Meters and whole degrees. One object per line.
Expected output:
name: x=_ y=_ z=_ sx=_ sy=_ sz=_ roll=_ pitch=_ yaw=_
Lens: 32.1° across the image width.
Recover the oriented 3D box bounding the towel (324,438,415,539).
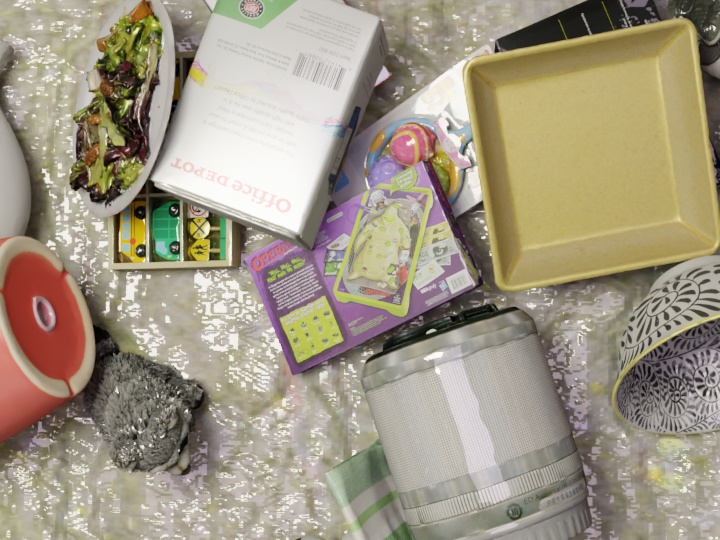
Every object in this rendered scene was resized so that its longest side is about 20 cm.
towel: x=0.040 y=0.248 z=1.068 sx=0.023 sy=0.152 sz=0.202 roll=-28 pitch=85 yaw=14

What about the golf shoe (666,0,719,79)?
golf shoe: x=0.337 y=-0.266 z=1.140 sx=0.088 sy=0.077 sz=0.202 roll=35 pitch=69 yaw=-34

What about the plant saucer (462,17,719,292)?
plant saucer: x=0.196 y=-0.099 z=1.073 sx=0.197 sy=0.048 sz=0.203 roll=-10 pitch=101 yaw=2

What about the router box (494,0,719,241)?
router box: x=0.225 y=-0.143 z=1.138 sx=0.147 sy=0.051 sz=0.202 roll=-21 pitch=84 yaw=4

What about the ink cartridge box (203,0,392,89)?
ink cartridge box: x=-0.066 y=-0.228 z=1.168 sx=0.108 sy=0.050 sz=0.201 roll=-34 pitch=84 yaw=1

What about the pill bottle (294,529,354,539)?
pill bottle: x=-0.064 y=0.301 z=1.087 sx=0.198 sy=0.116 sz=0.118 roll=-23 pitch=84 yaw=2

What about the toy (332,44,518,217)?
toy: x=0.059 y=-0.101 z=1.126 sx=0.199 sy=0.047 sz=0.116 roll=-33 pitch=82 yaw=14

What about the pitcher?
pitcher: x=-0.389 y=-0.099 z=1.156 sx=0.170 sy=0.121 sz=0.203 roll=-17 pitch=73 yaw=23

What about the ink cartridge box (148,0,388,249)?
ink cartridge box: x=-0.077 y=-0.138 z=1.090 sx=0.144 sy=0.088 sz=0.202 roll=20 pitch=84 yaw=8

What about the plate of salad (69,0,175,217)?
plate of salad: x=-0.220 y=-0.149 z=1.105 sx=0.048 sy=0.199 sz=0.203 roll=10 pitch=84 yaw=-37

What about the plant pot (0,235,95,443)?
plant pot: x=-0.337 y=0.066 z=1.067 sx=0.175 sy=0.200 sz=0.203 roll=-21 pitch=83 yaw=17

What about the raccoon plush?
raccoon plush: x=-0.226 y=0.114 z=1.104 sx=0.198 sy=0.134 sz=0.098 roll=27 pitch=88 yaw=6

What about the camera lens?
camera lens: x=0.098 y=0.140 z=1.067 sx=0.158 sy=0.160 sz=0.202 roll=-19 pitch=84 yaw=2

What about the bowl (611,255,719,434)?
bowl: x=0.301 y=0.051 z=1.070 sx=0.198 sy=0.202 sz=0.095 roll=-12 pitch=54 yaw=3

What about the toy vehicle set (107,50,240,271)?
toy vehicle set: x=-0.173 y=-0.101 z=1.165 sx=0.122 sy=0.026 sz=0.203 roll=-2 pitch=84 yaw=13

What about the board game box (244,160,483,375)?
board game box: x=0.000 y=0.000 z=1.118 sx=0.198 sy=0.032 sz=0.121 roll=-26 pitch=86 yaw=24
